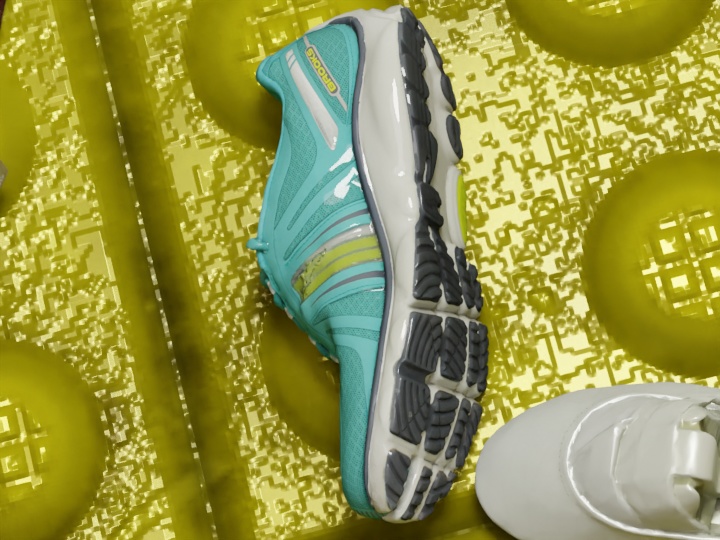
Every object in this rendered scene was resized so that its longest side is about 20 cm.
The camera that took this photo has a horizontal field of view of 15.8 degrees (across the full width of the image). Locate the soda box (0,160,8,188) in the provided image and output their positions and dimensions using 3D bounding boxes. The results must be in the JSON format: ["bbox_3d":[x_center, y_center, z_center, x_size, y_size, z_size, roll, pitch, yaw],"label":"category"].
[{"bbox_3d":[-0.202,0.031,0.956,0.064,0.068,0.201,20,77,11],"label":"soda box"}]

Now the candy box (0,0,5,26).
[{"bbox_3d":[-0.232,-0.163,1.036,0.199,0.056,0.117,9,74,6],"label":"candy box"}]

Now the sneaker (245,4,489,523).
[{"bbox_3d":[0.000,0.000,0.972,0.079,0.077,0.201,-13,67,21],"label":"sneaker"}]

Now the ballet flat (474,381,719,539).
[{"bbox_3d":[0.140,0.072,0.931,0.199,0.069,0.070,6,74,7],"label":"ballet flat"}]
